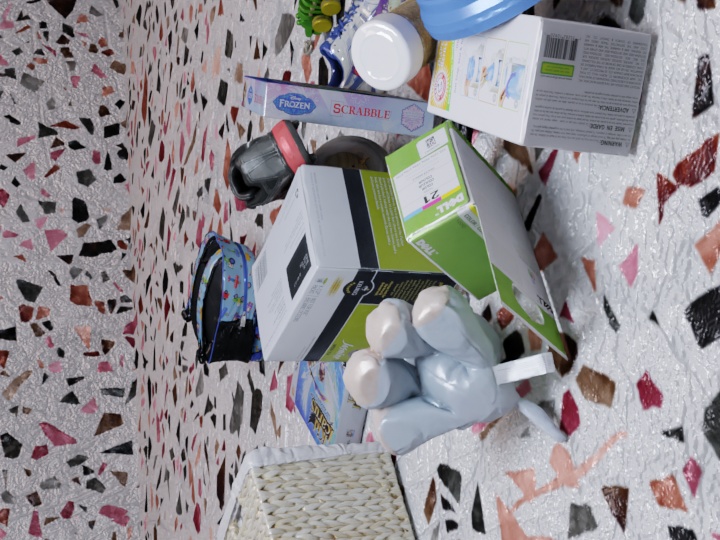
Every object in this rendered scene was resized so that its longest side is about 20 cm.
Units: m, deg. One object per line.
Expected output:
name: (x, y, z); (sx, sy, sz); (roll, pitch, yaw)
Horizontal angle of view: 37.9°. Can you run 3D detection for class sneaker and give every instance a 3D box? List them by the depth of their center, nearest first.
sneaker: (-0.105, -0.112, 1.198); (0.072, 0.097, 0.200); (62, 174, 3)
sneaker: (-0.007, -0.307, 1.377); (0.075, 0.087, 0.204); (-159, 74, -68)

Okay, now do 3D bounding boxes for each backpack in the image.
backpack: (-0.225, 0.039, 1.823); (0.183, 0.132, 0.203); (-125, 42, -57)

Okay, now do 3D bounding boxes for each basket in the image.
basket: (-0.057, 0.334, 1.295); (0.200, 0.197, 0.162); (113, 148, -41)

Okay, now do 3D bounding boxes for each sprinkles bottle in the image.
sprinkles bottle: (0.067, -0.246, 1.054); (0.067, 0.200, 0.069); (17, 126, 25)

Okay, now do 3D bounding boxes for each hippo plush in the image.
hippo plush: (0.086, 0.072, 1.022); (0.161, 0.196, 0.162); (-71, -29, -70)

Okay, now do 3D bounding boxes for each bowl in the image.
bowl: (0.133, -0.280, 0.919); (0.199, 0.040, 0.202); (-31, 26, 17)

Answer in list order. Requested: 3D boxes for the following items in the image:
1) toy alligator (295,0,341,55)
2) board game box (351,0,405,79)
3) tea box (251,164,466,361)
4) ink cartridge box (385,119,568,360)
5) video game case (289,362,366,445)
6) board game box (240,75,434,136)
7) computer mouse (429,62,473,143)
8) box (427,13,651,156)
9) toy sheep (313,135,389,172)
toy alligator: (-0.074, -0.391, 1.593); (0.200, 0.053, 0.060); (130, 137, -57)
board game box: (0.053, -0.308, 1.166); (0.121, 0.032, 0.201); (-57, 2, 46)
tea box: (0.000, 0.000, 1.183); (0.201, 0.193, 0.136); (124, 143, -50)
ink cartridge box: (0.107, -0.014, 0.970); (0.075, 0.147, 0.203); (-27, 54, 21)
video game case: (-0.041, 0.145, 1.474); (0.200, 0.045, 0.184); (-130, 46, -59)
board game box: (-0.033, -0.198, 1.252); (0.200, 0.196, 0.042); (-139, 55, -71)
computer mouse: (0.109, -0.170, 1.139); (0.142, 0.045, 0.202); (84, 178, -46)
box: (0.151, -0.173, 0.936); (0.200, 0.111, 0.103); (-141, 57, -64)
toy sheep: (-0.012, -0.103, 1.321); (0.200, 0.135, 0.141); (117, 154, -89)
